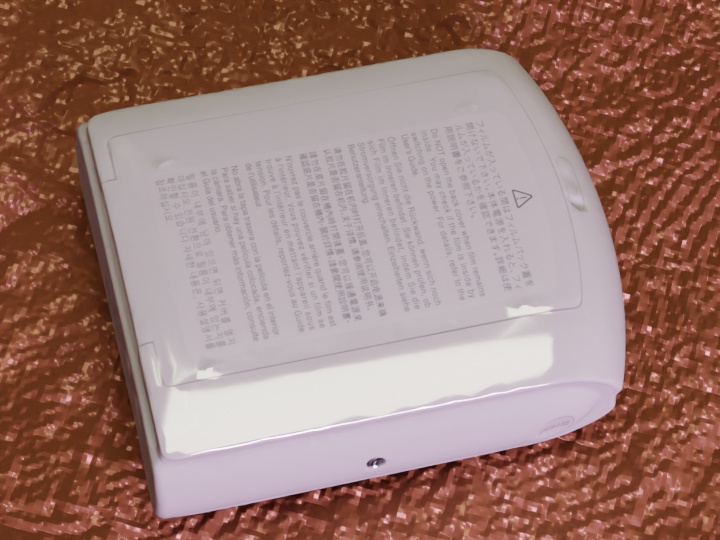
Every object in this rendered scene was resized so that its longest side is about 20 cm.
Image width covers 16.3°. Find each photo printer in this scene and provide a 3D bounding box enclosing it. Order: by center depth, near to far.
[{"bbox_3d":[0.000,0.000,0.982,0.198,0.070,0.167,-11,64,-10],"label":"photo printer"}]
